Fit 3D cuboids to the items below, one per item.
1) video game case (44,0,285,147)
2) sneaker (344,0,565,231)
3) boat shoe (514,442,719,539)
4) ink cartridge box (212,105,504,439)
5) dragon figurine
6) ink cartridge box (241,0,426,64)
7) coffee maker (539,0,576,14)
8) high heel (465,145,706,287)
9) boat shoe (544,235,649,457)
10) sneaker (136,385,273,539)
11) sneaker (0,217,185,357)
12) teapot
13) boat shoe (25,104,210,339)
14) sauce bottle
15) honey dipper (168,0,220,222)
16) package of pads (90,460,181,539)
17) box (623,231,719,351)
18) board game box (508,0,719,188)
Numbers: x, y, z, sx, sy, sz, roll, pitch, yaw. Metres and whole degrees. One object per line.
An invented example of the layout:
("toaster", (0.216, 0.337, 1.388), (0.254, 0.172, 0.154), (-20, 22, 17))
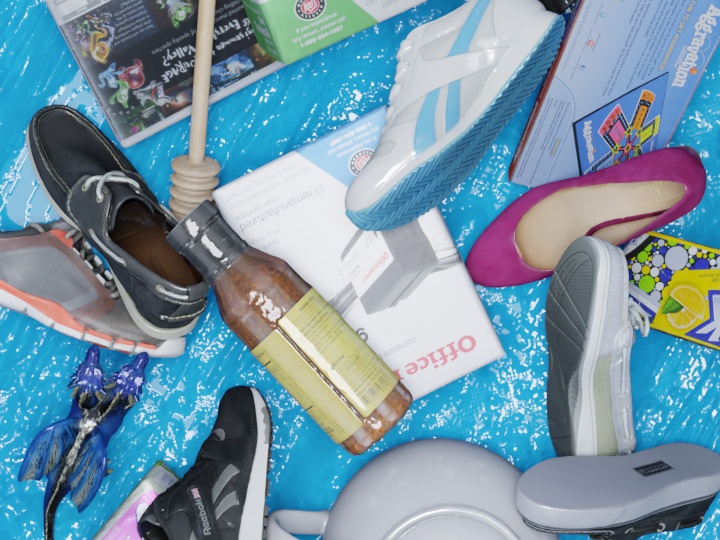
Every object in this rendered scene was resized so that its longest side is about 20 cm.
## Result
("video game case", (-0.126, -0.213, 0.957), (0.199, 0.023, 0.183), (-28, 114, -6))
("sneaker", (0.051, -0.112, 0.905), (0.081, 0.077, 0.200), (38, 81, 18))
("boat shoe", (0.193, 0.172, 0.969), (0.198, 0.069, 0.057), (-3, 115, -34))
("ink cartridge box", (0.000, 0.000, 0.977), (0.144, 0.084, 0.202), (-26, 94, 3))
("dragon figurine", (-0.211, 0.136, 0.970), (0.058, 0.099, 0.201), (27, 98, -3))
("ink cartridge box", (-0.035, -0.266, 0.906), (0.145, 0.084, 0.201), (-26, 114, -6))
("coffee maker", (0.109, -0.283, 0.942), (0.192, 0.135, 0.201), (-38, 93, 1))
("high heel", (0.154, -0.035, 0.954), (0.199, 0.096, 0.068), (-32, 93, 22))
("boat shoe", (0.177, 0.062, 0.970), (0.064, 0.075, 0.204), (-11, 122, -12))
("sneaker", (-0.112, 0.161, 0.939), (0.087, 0.201, 0.076), (10, 137, -12))
("sneaker", (-0.216, 0.004, 0.980), (0.198, 0.077, 0.083), (23, 83, -5))
("teapot", (0.058, 0.220, 0.963), (0.199, 0.146, 0.199), (-28, 93, 1))
("boat shoe", (-0.174, -0.048, 0.961), (0.071, 0.068, 0.201), (-29, 75, -29))
("sauce bottle", (-0.050, 0.036, 0.908), (0.066, 0.066, 0.200), (-41, 92, 1))
("honey dipper", (-0.114, -0.129, 0.957), (0.038, 0.038, 0.202), (8, 114, -2))
("package of pads", (-0.159, 0.270, 0.997), (0.154, 0.068, 0.200), (40, 92, -3))
("box", (0.274, 0.028, 0.936), (0.064, 0.199, 0.071), (16, 93, -41))
("board game box", (0.184, -0.131, 0.945), (0.102, 0.020, 0.201), (13, 133, -5))
